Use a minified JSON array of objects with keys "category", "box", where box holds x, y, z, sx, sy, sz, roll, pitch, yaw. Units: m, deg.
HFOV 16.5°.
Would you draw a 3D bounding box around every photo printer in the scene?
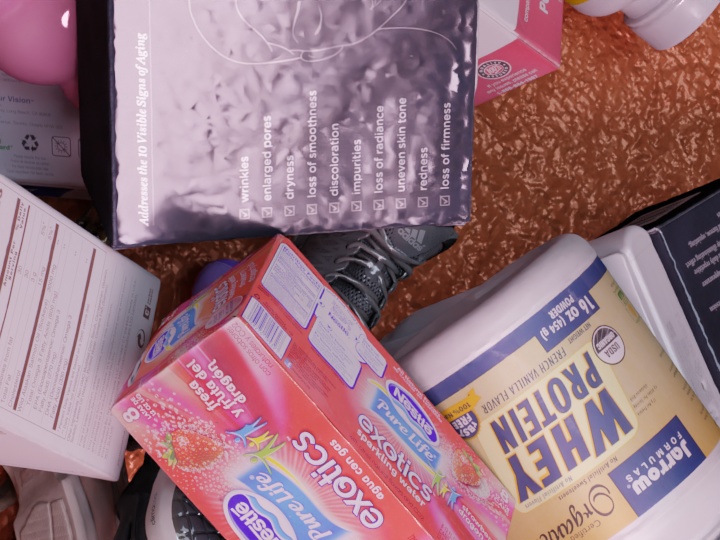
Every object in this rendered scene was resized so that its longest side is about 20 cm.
[{"category":"photo printer","box":[0.111,0.082,1.507,0.167,0.199,0.069,66,26,-5]}]

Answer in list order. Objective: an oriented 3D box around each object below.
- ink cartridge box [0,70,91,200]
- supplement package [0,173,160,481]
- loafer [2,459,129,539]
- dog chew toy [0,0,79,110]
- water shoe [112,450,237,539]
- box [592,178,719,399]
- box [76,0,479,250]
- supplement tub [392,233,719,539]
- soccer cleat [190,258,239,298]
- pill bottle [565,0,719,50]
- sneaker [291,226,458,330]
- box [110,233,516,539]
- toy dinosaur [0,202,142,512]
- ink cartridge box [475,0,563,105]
[{"category":"ink cartridge box","box":[-0.160,-0.141,1.484,0.198,0.041,0.202,5,78,-27]},{"category":"supplement package","box":[-0.204,0.026,1.271,0.200,0.116,0.118,38,60,-61]},{"category":"loafer","box":[-0.162,0.096,1.389,0.063,0.072,0.201,12,57,-43]},{"category":"dog chew toy","box":[-0.177,-0.162,1.393,0.200,0.124,0.125,45,64,-23]},{"category":"water shoe","box":[-0.100,0.109,1.346,0.072,0.079,0.200,50,23,-15]},{"category":"box","box":[0.220,0.058,1.583,0.148,0.107,0.201,-27,93,-52]},{"category":"box","box":[-0.047,-0.128,1.315,0.195,0.124,0.202,-4,111,-15]},{"category":"supplement tub","box":[0.120,0.098,1.388,0.144,0.144,0.201,-37,92,-28]},{"category":"soccer cleat","box":[-0.047,0.087,1.481,0.066,0.076,0.202,-14,88,-29]},{"category":"pill bottle","box":[0.148,-0.237,1.623,0.200,0.111,0.112,38,66,-17]},{"category":"sneaker","box":[0.000,0.000,1.451,0.075,0.115,0.200,48,26,-16]},{"category":"box","box":[-0.021,0.096,1.287,0.200,0.094,0.103,49,27,-13]},{"category":"toy dinosaur","box":[-0.154,0.062,1.448,0.087,0.047,0.201,17,75,-5]},{"category":"ink cartridge box","box":[0.005,-0.175,1.486,0.199,0.145,0.085,30,52,-37]}]
